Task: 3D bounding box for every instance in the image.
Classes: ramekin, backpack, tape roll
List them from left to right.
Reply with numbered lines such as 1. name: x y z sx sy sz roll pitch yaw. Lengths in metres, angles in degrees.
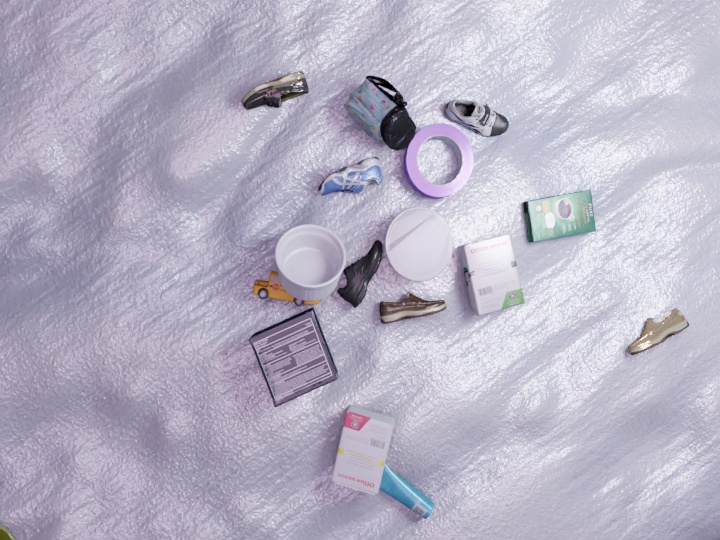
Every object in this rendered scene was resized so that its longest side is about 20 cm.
1. ramekin: -0.140 -0.016 1.553 0.193 0.099 0.206 5 56 -7
2. backpack: 0.049 -0.435 1.546 0.126 0.167 0.200 -41 65 -4
3. ramekin: 0.161 -0.076 1.604 0.194 0.094 0.211 0 93 -2
4. tape roll: 0.222 -0.311 1.612 0.192 0.066 0.208 0 93 -2

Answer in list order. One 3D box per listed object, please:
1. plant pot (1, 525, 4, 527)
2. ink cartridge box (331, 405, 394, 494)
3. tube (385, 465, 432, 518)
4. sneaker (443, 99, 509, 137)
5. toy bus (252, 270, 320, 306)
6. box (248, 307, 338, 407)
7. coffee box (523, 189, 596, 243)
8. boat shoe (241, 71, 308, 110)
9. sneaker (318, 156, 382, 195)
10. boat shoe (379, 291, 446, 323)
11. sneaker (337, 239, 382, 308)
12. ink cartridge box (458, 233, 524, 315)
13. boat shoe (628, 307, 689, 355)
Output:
1. plant pot: -1.093 0.843 1.556 0.188 0.200 0.203 -35 94 11
2. ink cartridge box: 0.007 0.514 1.621 0.140 0.083 0.207 14 92 5
3. tube: 0.124 0.652 1.660 0.197 0.050 0.079 34 89 3
4. sneaker: 0.336 -0.436 1.601 0.193 0.088 0.077 14 90 -4
5. toy bus: -0.205 0.052 1.608 0.193 0.065 0.081 11 92 -3
6. box: -0.185 0.238 1.588 0.194 0.123 0.204 -22 94 -3
7. coffee box: 0.582 -0.158 1.644 0.193 0.044 0.128 -11 93 -2
8. boat shoe: -0.237 -0.492 1.581 0.196 0.072 0.068 -26 88 -6
9. sneaker: -0.027 -0.252 1.597 0.194 0.076 0.079 -23 89 0
10. boat shoe: 0.148 0.098 1.623 0.195 0.075 0.078 -11 87 -2
11. sneaker: 0.000 0.000 1.614 0.089 0.076 0.205 27 89 4
12. ink cartridge box: 0.375 0.009 1.621 0.141 0.084 0.207 -13 93 -2
13. boat shoe: 0.868 0.176 1.666 0.195 0.072 0.078 -27 79 -8
